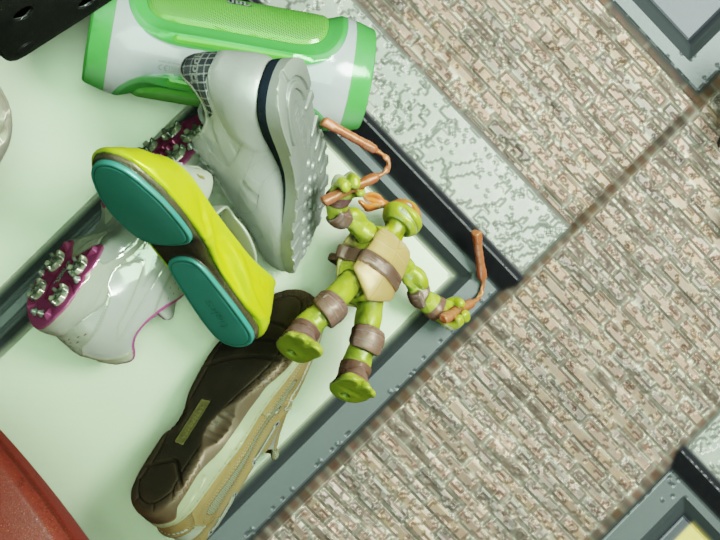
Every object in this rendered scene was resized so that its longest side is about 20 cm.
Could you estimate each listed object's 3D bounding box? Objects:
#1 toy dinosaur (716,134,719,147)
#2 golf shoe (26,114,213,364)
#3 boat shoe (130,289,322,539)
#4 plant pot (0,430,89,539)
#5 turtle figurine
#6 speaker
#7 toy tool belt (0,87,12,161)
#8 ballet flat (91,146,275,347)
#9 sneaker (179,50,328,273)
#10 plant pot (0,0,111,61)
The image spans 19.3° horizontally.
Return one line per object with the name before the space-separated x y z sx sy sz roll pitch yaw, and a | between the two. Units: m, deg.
toy dinosaur | 0.311 -0.063 1.556 0.135 0.086 0.200 19 104 3
golf shoe | -0.150 -0.022 1.509 0.092 0.075 0.200 43 82 -29
boat shoe | -0.084 0.108 1.518 0.200 0.072 0.076 -53 130 -12
plant pot | -0.281 0.203 1.431 0.200 0.200 0.176 -26 83 -7
turtle figurine | 0.000 0.000 1.495 0.200 0.064 0.161 48 59 -35
speaker | -0.093 -0.152 1.498 0.200 0.088 0.089 9 89 -7
toy tool belt | -0.323 -0.124 1.461 0.125 0.123 0.200 -39 88 -12
ballet flat | -0.117 -0.031 1.454 0.200 0.067 0.067 55 50 -37
sneaker | -0.072 -0.078 1.472 0.080 0.200 0.076 8 49 13
plant pot | -0.233 -0.261 1.403 0.200 0.200 0.178 -34 78 -6
